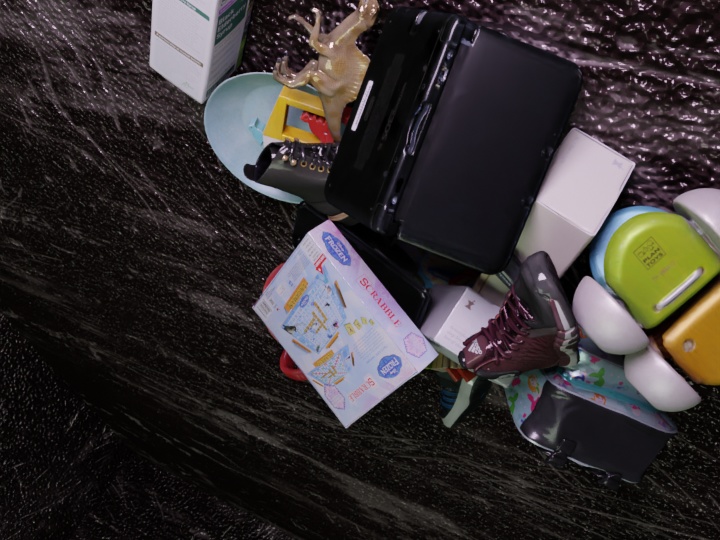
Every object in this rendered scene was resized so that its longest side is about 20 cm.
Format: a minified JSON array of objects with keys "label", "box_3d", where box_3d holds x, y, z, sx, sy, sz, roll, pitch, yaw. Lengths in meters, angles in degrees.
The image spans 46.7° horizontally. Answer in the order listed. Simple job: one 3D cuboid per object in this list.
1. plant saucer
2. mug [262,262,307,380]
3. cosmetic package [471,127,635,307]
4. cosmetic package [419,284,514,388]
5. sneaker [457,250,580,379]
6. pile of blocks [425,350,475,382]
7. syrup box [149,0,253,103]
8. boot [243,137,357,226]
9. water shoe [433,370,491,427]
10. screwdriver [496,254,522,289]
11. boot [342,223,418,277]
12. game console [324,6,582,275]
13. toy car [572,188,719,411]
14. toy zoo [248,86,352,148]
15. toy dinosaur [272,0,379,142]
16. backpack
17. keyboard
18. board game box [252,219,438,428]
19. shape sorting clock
[{"label":"plant saucer","box_3d":[-0.088,-0.165,1.003,0.199,0.039,0.202,13,142,10]},{"label":"mug","box_3d":[-0.031,0.067,1.211,0.133,0.179,0.199,2,175,-44]},{"label":"cosmetic package","box_3d":[0.191,-0.039,0.854,0.073,0.104,0.200,33,151,9]},{"label":"cosmetic package","box_3d":[0.125,0.072,0.975,0.101,0.074,0.200,34,178,-3]},{"label":"sneaker","box_3d":[0.143,0.060,0.791,0.115,0.076,0.200,-20,148,8]},{"label":"pile of blocks","box_3d":[0.121,0.121,1.160,0.198,0.063,0.082,0,162,24]},{"label":"syrup box","box_3d":[-0.170,-0.280,0.899,0.081,0.079,0.200,35,152,0]},{"label":"boot","box_3d":[-0.021,-0.118,0.874,0.138,0.078,0.200,19,144,-29]},{"label":"water shoe","box_3d":[0.152,0.171,1.283,0.079,0.071,0.201,49,153,21]},{"label":"screwdriver","box_3d":[0.101,-0.051,0.813,0.200,0.028,0.029,48,-178,-8]},{"label":"boot","box_3d":[-0.028,0.018,1.083,0.200,0.069,0.175,46,119,29]},{"label":"game console","box_3d":[0.077,-0.124,0.778,0.116,0.201,0.176,15,-169,-34]},{"label":"toy car","box_3d":[0.295,0.017,0.800,0.200,0.175,0.150,44,-171,-22]},{"label":"toy zoo","box_3d":[-0.034,-0.137,0.963,0.198,0.021,0.132,19,141,0]},{"label":"toy dinosaur","box_3d":[-0.035,-0.195,0.844,0.100,0.058,0.201,16,135,1]},{"label":"backpack","box_3d":[0.252,0.129,0.968,0.176,0.152,0.200,22,-167,-13]},{"label":"keyboard","box_3d":[0.000,0.000,0.995,0.200,0.040,0.105,38,134,21]},{"label":"board game box","box_3d":[-0.026,0.071,1.003,0.200,0.041,0.200,52,142,6]},{"label":"shape sorting clock","box_3d":[0.126,0.012,1.072,0.199,0.039,0.201,27,151,16]}]
